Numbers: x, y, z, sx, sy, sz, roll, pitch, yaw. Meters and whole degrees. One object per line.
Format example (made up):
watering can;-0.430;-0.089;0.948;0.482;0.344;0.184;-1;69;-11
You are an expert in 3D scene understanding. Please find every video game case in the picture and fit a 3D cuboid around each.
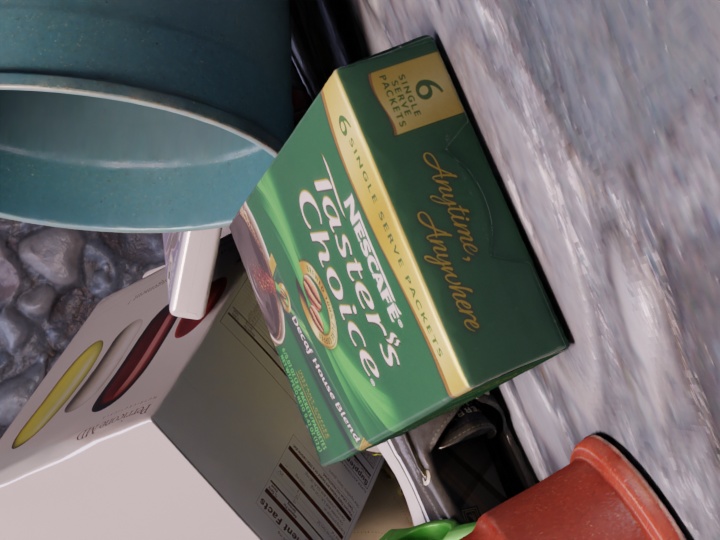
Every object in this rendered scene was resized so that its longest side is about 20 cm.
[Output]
video game case;-0.088;-0.097;0.925;0.182;0.023;0.201;-113;33;-68

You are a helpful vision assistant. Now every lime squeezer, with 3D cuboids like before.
lime squeezer;0.030;0.145;0.713;0.071;0.038;0.200;55;138;26

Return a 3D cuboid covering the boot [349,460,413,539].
boot;0.010;0.181;0.964;0.073;0.155;0.200;63;180;-34

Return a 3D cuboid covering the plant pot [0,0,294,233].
plant pot;-0.123;-0.135;0.736;0.200;0.199;0.189;85;-173;-75

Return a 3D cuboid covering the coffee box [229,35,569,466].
coffee box;0.004;0.002;0.624;0.124;0.044;0.200;68;160;6

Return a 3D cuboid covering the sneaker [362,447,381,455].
sneaker;0.000;0.000;0.901;0.076;0.075;0.201;-35;75;57

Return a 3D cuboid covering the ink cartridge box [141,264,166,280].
ink cartridge box;-0.092;0.097;1.186;0.200;0.066;0.116;46;-136;-29

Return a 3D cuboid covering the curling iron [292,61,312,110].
curling iron;-0.051;-0.103;1.035;0.026;0.049;0.201;25;-138;-54

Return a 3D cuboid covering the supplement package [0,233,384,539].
supplement package;-0.099;0.100;0.959;0.147;0.191;0.200;50;-142;-19

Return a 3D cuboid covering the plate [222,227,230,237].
plate;-0.083;-0.054;1.215;0.200;0.032;0.200;35;-161;-44

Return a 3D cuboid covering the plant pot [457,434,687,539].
plant pot;0.032;0.186;0.541;0.201;0.194;0.202;158;90;-85

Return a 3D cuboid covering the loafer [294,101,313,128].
loafer;-0.016;-0.034;0.792;0.200;0.071;0.073;-128;15;-72

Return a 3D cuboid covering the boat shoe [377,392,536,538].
boat shoe;0.045;0.079;0.758;0.057;0.068;0.201;-47;61;51
